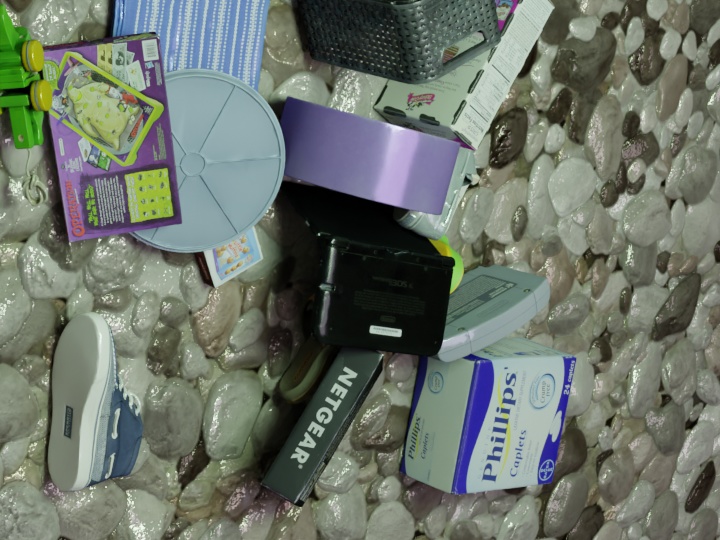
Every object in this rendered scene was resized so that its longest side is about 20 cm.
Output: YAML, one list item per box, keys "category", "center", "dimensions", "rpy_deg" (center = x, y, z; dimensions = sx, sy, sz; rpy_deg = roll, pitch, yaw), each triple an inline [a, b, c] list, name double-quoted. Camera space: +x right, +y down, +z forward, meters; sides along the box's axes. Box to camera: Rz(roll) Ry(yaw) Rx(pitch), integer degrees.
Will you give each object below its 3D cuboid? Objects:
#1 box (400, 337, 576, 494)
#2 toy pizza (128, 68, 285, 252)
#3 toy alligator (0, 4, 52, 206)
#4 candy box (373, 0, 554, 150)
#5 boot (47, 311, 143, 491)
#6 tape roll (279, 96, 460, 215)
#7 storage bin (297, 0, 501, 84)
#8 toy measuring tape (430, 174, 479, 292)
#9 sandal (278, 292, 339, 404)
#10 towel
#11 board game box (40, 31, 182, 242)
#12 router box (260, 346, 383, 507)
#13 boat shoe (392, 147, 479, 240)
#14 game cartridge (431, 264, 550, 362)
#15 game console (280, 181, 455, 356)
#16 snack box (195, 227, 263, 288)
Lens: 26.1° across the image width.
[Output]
- category: "box"
  center: [0.169, 0.189, 2.045]
  dimensions: [0.200, 0.105, 0.184]
  rpy_deg: [0, 104, -42]
- category: "toy pizza"
  center: [-0.178, -0.115, 1.628]
  dimensions: [0.200, 0.032, 0.200]
  rpy_deg: [-6, 113, -16]
- category: "toy alligator"
  center: [-0.325, -0.164, 1.502]
  dimensions: [0.054, 0.059, 0.200]
  rpy_deg: [-72, 157, -63]
- category: "candy box"
  center: [0.121, -0.249, 1.824]
  dimensions: [0.061, 0.136, 0.200]
  rpy_deg: [37, 79, -42]
- category: "boot"
  center: [-0.273, 0.133, 1.648]
  dimensions: [0.090, 0.073, 0.200]
  rpy_deg: [-9, 119, -48]
- category: "tape roll"
  center: [0.005, -0.126, 1.714]
  dimensions: [0.200, 0.200, 0.085]
  rpy_deg: [9, 99, -44]
- category: "storage bin"
  center: [0.039, -0.283, 1.689]
  dimensions: [0.135, 0.200, 0.094]
  rpy_deg: [-32, 124, -31]
- category: "toy measuring tape"
  center: [0.111, -0.033, 1.937]
  dimensions: [0.074, 0.074, 0.200]
  rpy_deg: [38, 78, -43]
- category: "sandal"
  center: [-0.047, 0.061, 1.831]
  dimensions: [0.054, 0.080, 0.200]
  rpy_deg: [33, 85, -22]
- category: "towel"
  center: [-0.175, -0.254, 1.626]
  dimensions: [0.200, 0.024, 0.145]
  rpy_deg: [-3, 107, -42]
- category: "board game box"
  center: [-0.250, -0.133, 1.564]
  dimensions: [0.120, 0.032, 0.200]
  rpy_deg: [-11, 114, -17]
- category: "router box"
  center: [-0.042, 0.179, 1.824]
  dimensions: [0.200, 0.051, 0.149]
  rpy_deg: [-59, 175, -9]
- category: "boat shoe"
  center: [0.102, -0.122, 1.863]
  dimensions: [0.071, 0.070, 0.201]
  rpy_deg: [34, 59, -20]
- category: "game cartridge"
  center: [0.136, 0.053, 1.946]
  dimensions: [0.200, 0.133, 0.042]
  rpy_deg: [-28, 122, -33]
- category: "game console"
  center: [0.000, 0.000, 1.792]
  dimensions: [0.200, 0.116, 0.176]
  rpy_deg: [9, 89, -42]
- category: "snack box"
  center: [-0.162, -0.083, 1.697]
  dimensions: [0.072, 0.024, 0.200]
  rpy_deg: [-33, 124, -30]
